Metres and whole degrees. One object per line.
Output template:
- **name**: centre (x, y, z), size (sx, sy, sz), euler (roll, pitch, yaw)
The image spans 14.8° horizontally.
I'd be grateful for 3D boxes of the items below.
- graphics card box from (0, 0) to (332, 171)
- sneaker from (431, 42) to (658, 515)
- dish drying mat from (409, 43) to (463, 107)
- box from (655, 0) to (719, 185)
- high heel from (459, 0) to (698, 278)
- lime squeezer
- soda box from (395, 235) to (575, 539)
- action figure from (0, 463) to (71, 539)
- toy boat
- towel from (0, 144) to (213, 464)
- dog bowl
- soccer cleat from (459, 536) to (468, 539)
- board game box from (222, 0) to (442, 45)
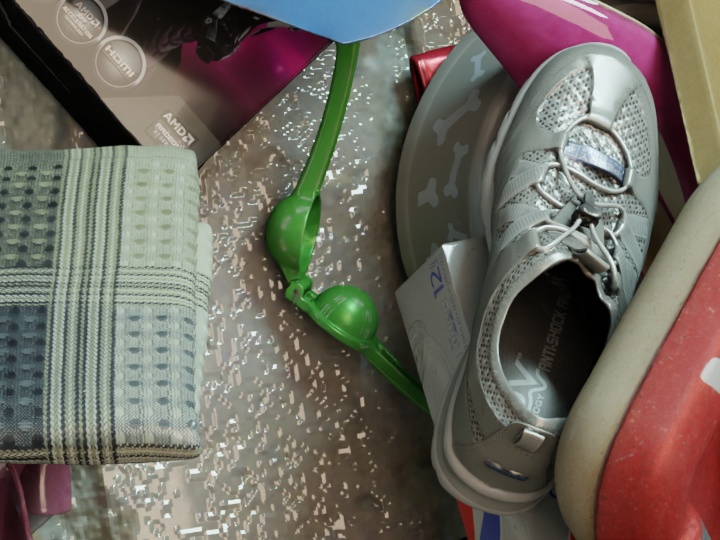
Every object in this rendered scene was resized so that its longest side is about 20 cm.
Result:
- **graphics card box**: centre (-0.060, -0.141, 1.223), size (0.200, 0.051, 0.126), euler (-43, 98, -19)
- **sneaker**: centre (0.087, -0.003, 1.095), size (0.075, 0.082, 0.200), euler (17, 68, -11)
- **dish drying mat**: centre (0.120, -0.086, 1.298), size (0.200, 0.018, 0.077), euler (-16, 93, -21)
- **box**: centre (0.180, -0.084, 1.212), size (0.163, 0.021, 0.200), euler (32, 40, -41)
- **high heel**: centre (0.107, -0.044, 1.185), size (0.200, 0.067, 0.096), euler (36, 67, -32)
- **lime squeezer**: centre (0.000, 0.000, 1.227), size (0.070, 0.038, 0.200), euler (-20, 95, -2)
- **soda box**: centre (0.079, 0.085, 1.144), size (0.068, 0.063, 0.200), euler (-11, 75, -22)
- **action figure**: centre (-0.161, 0.061, 1.104), size (0.134, 0.149, 0.200), euler (44, 42, -18)
- **toy boat**: centre (0.171, 0.047, 1.055), size (0.131, 0.131, 0.200), euler (22, 72, 27)
- **towel**: centre (-0.155, 0.013, 1.094), size (0.192, 0.200, 0.035), euler (0, 125, -2)
- **dog bowl**: centre (0.118, -0.031, 1.256), size (0.200, 0.059, 0.201), euler (0, 91, -22)
- **soccer cleat**: centre (0.029, 0.165, 1.212), size (0.199, 0.068, 0.081), euler (-12, 53, -11)
- **board game box**: centre (-0.037, -0.170, 1.181), size (0.200, 0.039, 0.158), euler (20, 64, 4)
